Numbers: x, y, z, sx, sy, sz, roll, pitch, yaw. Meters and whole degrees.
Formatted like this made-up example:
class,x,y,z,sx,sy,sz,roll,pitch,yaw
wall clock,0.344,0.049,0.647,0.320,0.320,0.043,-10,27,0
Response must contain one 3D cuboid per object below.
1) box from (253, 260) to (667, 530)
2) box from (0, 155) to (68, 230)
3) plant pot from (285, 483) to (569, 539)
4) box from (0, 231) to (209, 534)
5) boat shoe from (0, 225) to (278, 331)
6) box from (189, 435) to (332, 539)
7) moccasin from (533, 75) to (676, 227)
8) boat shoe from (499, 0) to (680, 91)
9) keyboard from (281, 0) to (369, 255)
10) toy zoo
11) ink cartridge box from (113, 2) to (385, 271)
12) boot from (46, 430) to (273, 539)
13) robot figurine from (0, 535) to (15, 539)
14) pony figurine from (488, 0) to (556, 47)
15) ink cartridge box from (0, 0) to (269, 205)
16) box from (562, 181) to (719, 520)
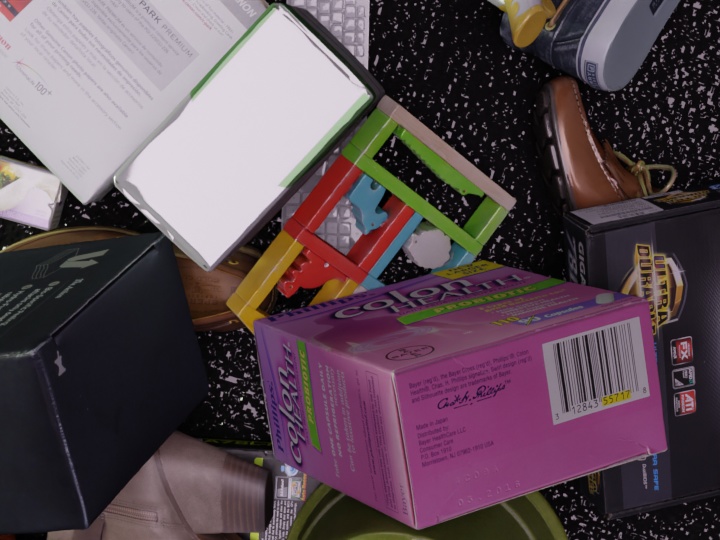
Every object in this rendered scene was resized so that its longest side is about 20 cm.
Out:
class,x,y,z,sx,sy,sz,roll,pitch,yaw
box,0.057,0.069,1.271,0.175,0.200,0.097,-14,102,-24
box,-0.293,-0.071,1.372,0.199,0.041,0.039,15,93,0
plant pot,0.031,0.208,1.256,0.199,0.190,0.201,0,88,8
box,-0.226,0.071,1.261,0.199,0.197,0.118,-7,108,21
boat shoe,-0.154,0.008,1.363,0.199,0.068,0.072,1,94,0
box,-0.086,0.213,1.389,0.192,0.048,0.201,3,94,2
moccasin,0.173,-0.036,1.358,0.077,0.074,0.202,-26,94,-1
boat shoe,0.174,-0.213,1.350,0.091,0.071,0.201,27,71,31
keyboard,-0.024,-0.097,1.386,0.056,0.011,0.201,1,93,0
toy zoo,0.000,0.000,1.351,0.131,0.020,0.200,36,93,-39
ink cartridge box,-0.063,-0.086,1.287,0.084,0.200,0.145,43,96,-2
boot,-0.131,0.196,1.339,0.145,0.070,0.201,3,98,9
robot figurine,-0.281,0.226,1.355,0.143,0.117,0.201,-5,94,-22
pony figurine,0.094,-0.261,1.298,0.200,0.166,0.193,46,110,32
ink cartridge box,-0.180,-0.174,1.343,0.176,0.084,0.200,-43,93,3
box,0.234,0.044,1.335,0.198,0.050,0.201,-10,108,-13
